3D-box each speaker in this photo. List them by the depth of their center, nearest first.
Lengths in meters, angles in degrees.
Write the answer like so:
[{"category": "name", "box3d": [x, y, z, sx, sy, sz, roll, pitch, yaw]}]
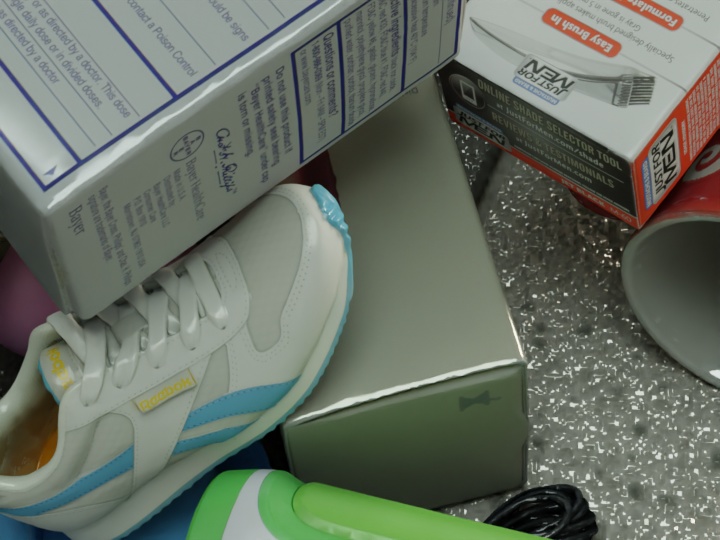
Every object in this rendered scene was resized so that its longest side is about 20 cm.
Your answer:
[{"category": "speaker", "box3d": [0.029, 0.139, 0.803, 0.198, 0.089, 0.089, 12, 61, 13]}]

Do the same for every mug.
[{"category": "mug", "box3d": [0.207, -0.064, 0.932, 0.177, 0.133, 0.201, 38, 61, -8]}]

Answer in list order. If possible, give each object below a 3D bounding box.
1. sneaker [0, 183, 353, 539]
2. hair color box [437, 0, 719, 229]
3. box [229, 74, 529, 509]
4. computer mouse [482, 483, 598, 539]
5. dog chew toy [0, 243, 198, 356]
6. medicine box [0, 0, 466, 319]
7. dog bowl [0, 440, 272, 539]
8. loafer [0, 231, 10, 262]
[{"category": "sneaker", "box3d": [-0.083, 0.038, 0.813, 0.200, 0.081, 0.077, -45, 49, 19]}, {"category": "hair color box", "box3d": [0.136, -0.131, 0.886, 0.111, 0.064, 0.200, 33, 72, 26]}, {"category": "box", "box3d": [0.000, 0.000, 0.916, 0.108, 0.128, 0.201, -14, 59, -3]}, {"category": "computer mouse", "box3d": [0.085, 0.188, 0.844, 0.138, 0.053, 0.201, -27, 62, -13]}, {"category": "dog chew toy", "box3d": [-0.143, -0.016, 0.928, 0.200, 0.125, 0.124, 36, 67, 29]}, {"category": "medicine box", "box3d": [-0.087, -0.118, 0.782, 0.199, 0.103, 0.182, -35, 70, -14]}, {"category": "dog bowl", "box3d": [-0.135, 0.121, 0.899, 0.198, 0.050, 0.112, -7, 59, 0]}, {"category": "loafer", "box3d": [-0.188, -0.013, 0.846, 0.069, 0.075, 0.202, 9, 94, 29]}]
